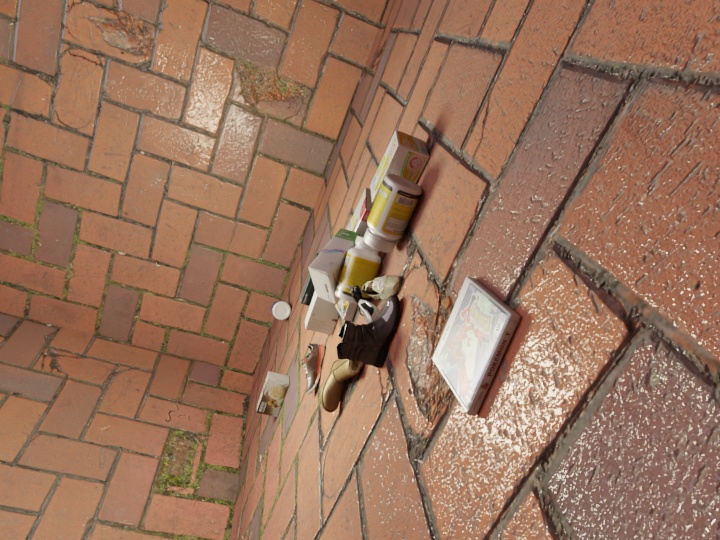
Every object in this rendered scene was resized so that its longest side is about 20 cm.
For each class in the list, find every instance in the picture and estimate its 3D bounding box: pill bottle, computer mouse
[{"bbox_3d":[0.087,-0.161,1.461,0.115,0.113,0.201,-102,33,-63],"label":"pill bottle"},{"bbox_3d":[0.000,0.000,1.609,0.112,0.112,0.202,-154,81,-76],"label":"pill bottle"},{"bbox_3d":[0.027,0.117,1.469,0.110,0.044,0.200,68,172,-25],"label":"computer mouse"},{"bbox_3d":[-0.512,0.251,3.278,0.200,0.115,0.117,179,108,-75],"label":"pill bottle"}]

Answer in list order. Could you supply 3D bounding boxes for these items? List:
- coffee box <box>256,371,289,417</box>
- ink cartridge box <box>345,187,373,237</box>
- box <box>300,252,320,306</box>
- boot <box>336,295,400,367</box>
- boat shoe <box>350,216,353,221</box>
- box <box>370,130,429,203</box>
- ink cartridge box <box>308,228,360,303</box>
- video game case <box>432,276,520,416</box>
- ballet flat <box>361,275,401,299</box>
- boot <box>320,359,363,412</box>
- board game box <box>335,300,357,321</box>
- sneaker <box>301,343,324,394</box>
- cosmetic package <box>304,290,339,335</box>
[{"bbox_3d":[-0.439,0.619,2.568,0.080,0.114,0.201,-112,42,-68],"label":"coffee box"},{"bbox_3d":[0.016,-0.162,1.794,0.146,0.083,0.201,-90,21,-51],"label":"ink cartridge box"},{"bbox_3d":[-0.142,0.051,2.037,0.079,0.140,0.201,-104,35,-64],"label":"box"},{"bbox_3d":[0.019,0.147,1.322,0.070,0.131,0.202,-163,90,-77],"label":"boot"},{"bbox_3d":[-0.030,-0.108,1.948,0.073,0.064,0.202,149,136,-67],"label":"boat shoe"},{"bbox_3d":[0.114,-0.296,1.539,0.113,0.101,0.201,-93,24,-54],"label":"box"},{"bbox_3d":[-0.072,-0.015,1.681,0.200,0.083,0.145,-53,-33,-34],"label":"ink cartridge box"},{"bbox_3d":[0.194,0.123,0.904,0.200,0.023,0.183,-120,48,-71],"label":"video game case"},{"bbox_3d":[0.052,0.050,1.454,0.200,0.062,0.068,148,137,-69],"label":"ballet flat"},{"bbox_3d":[-0.054,0.322,1.540,0.200,0.066,0.176,133,150,-58],"label":"boot"},{"bbox_3d":[-0.043,0.095,1.821,0.200,0.034,0.127,-139,67,-75],"label":"board game box"},{"bbox_3d":[-0.197,0.376,1.986,0.077,0.081,0.201,130,153,-57],"label":"sneaker"},{"bbox_3d":[-0.132,0.133,1.968,0.081,0.112,0.201,-117,44,-71],"label":"cosmetic package"}]
